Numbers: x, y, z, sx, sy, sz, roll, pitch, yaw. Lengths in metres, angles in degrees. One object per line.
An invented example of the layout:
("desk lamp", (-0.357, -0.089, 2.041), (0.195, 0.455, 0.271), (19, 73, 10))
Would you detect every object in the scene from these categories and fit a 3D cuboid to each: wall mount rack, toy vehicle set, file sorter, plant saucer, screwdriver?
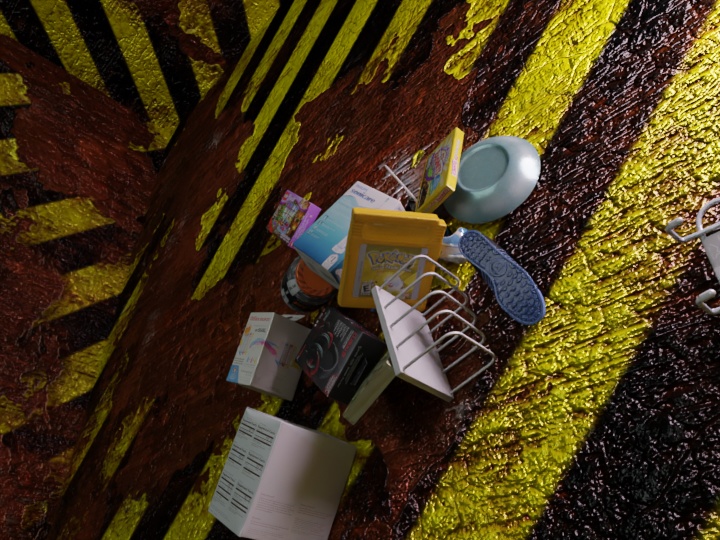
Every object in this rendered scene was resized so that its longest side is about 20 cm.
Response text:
("wall mount rack", (0.473, -0.037, 0.694), (0.173, 0.074, 0.202), (-33, 43, 36))
("toy vehicle set", (0.036, 0.189, 1.054), (0.125, 0.026, 0.200), (-52, -5, 14))
("file sorter", (0.126, 0.092, 1.013), (0.124, 0.138, 0.201), (-42, 38, 22))
("plant saucer", (0.237, -0.185, 1.108), (0.199, 0.039, 0.203), (-19, 52, 27))
("screwdriver", (0.113, -0.139, 1.175), (0.028, 0.200, 0.029), (-43, -2, 19))

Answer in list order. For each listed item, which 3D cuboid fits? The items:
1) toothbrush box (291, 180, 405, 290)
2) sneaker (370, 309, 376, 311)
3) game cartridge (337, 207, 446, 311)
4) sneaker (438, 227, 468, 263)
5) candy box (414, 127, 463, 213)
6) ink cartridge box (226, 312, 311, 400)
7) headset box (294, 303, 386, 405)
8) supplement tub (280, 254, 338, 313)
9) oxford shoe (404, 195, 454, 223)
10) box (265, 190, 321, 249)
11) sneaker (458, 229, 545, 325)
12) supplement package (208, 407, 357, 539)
("toothbrush box", (-0.015, -0.069, 1.184), (0.200, 0.086, 0.146), (-46, 44, -12))
("sneaker", (0.000, 0.000, 1.260), (0.070, 0.077, 0.202), (119, 146, -50))
("game cartridge", (0.056, -0.016, 1.081), (0.033, 0.174, 0.202), (-102, 18, -55))
("sneaker", (0.137, -0.050, 1.157), (0.199, 0.071, 0.073), (2, 79, 48))
("candy box", (0.157, -0.192, 1.157), (0.102, 0.026, 0.201), (-41, 23, 41))
("ink cartridge box", (-0.211, 0.191, 1.404), (0.128, 0.125, 0.202), (-5, 63, 52))
("headset box", (-0.041, 0.178, 1.229), (0.150, 0.075, 0.200), (-60, 33, 1))
("supplement tub", (-0.113, 0.026, 1.338), (0.200, 0.121, 0.124), (141, 149, -73))
("oxford shoe", (0.142, -0.129, 1.207), (0.200, 0.072, 0.072), (-41, 37, 28))
("box", (-0.201, -0.151, 1.717), (0.138, 0.039, 0.200), (-60, 33, 2))
("sneaker", (0.245, 0.012, 0.981), (0.070, 0.078, 0.201), (-45, 58, 19))
("supplement package", (-0.146, 0.393, 1.108), (0.146, 0.190, 0.202), (0, 66, 52))
